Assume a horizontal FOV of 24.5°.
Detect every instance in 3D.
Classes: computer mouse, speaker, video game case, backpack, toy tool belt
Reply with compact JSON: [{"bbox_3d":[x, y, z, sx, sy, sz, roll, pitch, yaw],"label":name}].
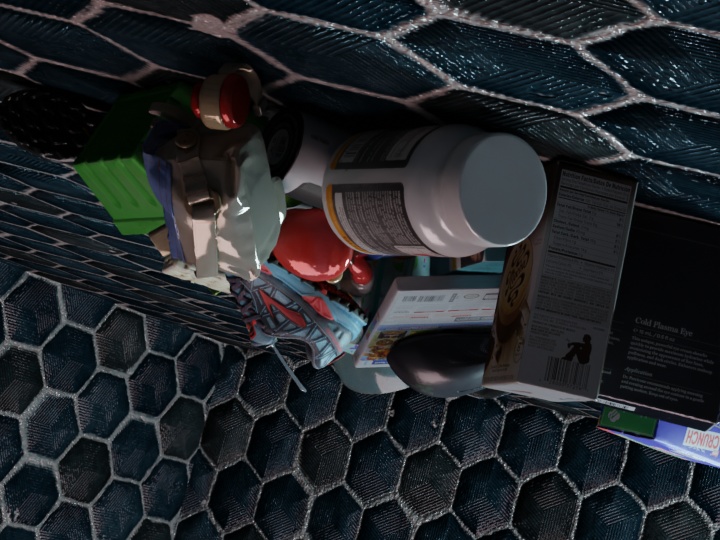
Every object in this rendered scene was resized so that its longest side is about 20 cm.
[{"bbox_3d":[0.128,0.100,1.746,0.200,0.053,0.139,-4,156,-8],"label":"computer mouse"},{"bbox_3d":[0.003,-0.086,1.566,0.200,0.081,0.081,20,171,-33],"label":"speaker"},{"bbox_3d":[0.082,0.054,1.718,0.143,0.018,0.200,-1,155,-15],"label":"video game case"},{"bbox_3d":[0.000,0.000,1.815,0.150,0.178,0.200,9,164,17],"label":"backpack"},{"bbox_3d":[-0.146,-0.086,1.442,0.123,0.125,0.200,5,132,18],"label":"toy tool belt"}]

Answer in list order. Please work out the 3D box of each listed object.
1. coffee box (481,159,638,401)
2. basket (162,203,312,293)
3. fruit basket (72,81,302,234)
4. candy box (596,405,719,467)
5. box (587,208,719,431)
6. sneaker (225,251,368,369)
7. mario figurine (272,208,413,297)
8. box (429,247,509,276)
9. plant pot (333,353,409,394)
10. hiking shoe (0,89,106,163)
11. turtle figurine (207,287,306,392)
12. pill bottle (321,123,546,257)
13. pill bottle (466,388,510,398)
[{"bbox_3d":[0.176,0.012,1.483,0.080,0.200,0.113,13,172,-11],"label":"coffee box"},{"bbox_3d":[-0.135,-0.032,2.024,0.200,0.124,0.136,16,173,-12],"label":"basket"},{"bbox_3d":[-0.151,-0.092,1.630,0.215,0.156,0.216,28,164,9],"label":"fruit basket"},{"bbox_3d":[0.344,0.093,1.727,0.077,0.200,0.169,7,169,43],"label":"candy box"},{"bbox_3d":[0.261,0.040,1.588,0.200,0.182,0.104,14,173,9],"label":"box"},{"bbox_3d":[-0.094,0.031,1.674,0.200,0.096,0.079,33,-175,-9],"label":"sneaker"},{"bbox_3d":[-0.021,-0.042,1.658,0.200,0.124,0.106,-12,158,-49],"label":"mario figurine"},{"bbox_3d":[0.117,-0.039,1.636,0.049,0.082,0.200,1,175,-13],"label":"box"},{"bbox_3d":[0.034,0.040,2.091,0.200,0.200,0.135,6,134,47],"label":"plant pot"},{"bbox_3d":[-0.286,-0.137,1.757,0.200,0.074,0.087,15,171,0],"label":"hiking shoe"},{"bbox_3d":[-0.111,0.035,2.397,0.194,0.200,0.144,26,133,-35],"label":"turtle figurine"},{"bbox_3d":[0.063,-0.069,1.438,0.116,0.116,0.200,20,171,-33],"label":"pill bottle"},{"bbox_3d":[0.134,0.053,1.921,0.112,0.112,0.200,17,-156,-16],"label":"pill bottle"}]
